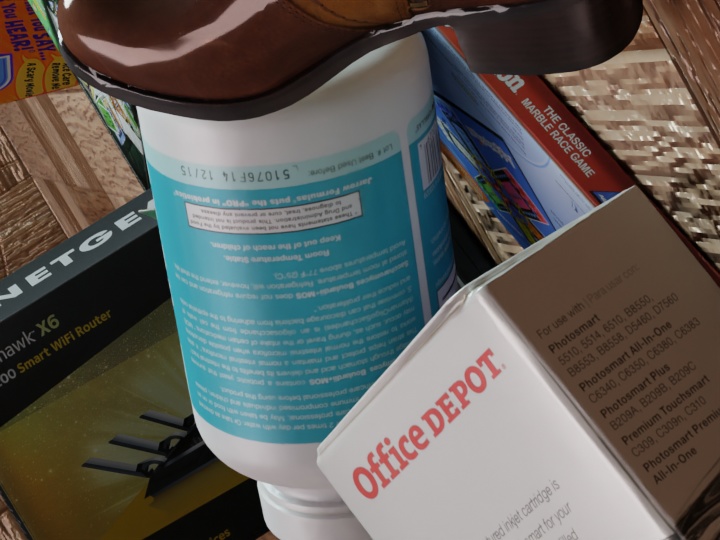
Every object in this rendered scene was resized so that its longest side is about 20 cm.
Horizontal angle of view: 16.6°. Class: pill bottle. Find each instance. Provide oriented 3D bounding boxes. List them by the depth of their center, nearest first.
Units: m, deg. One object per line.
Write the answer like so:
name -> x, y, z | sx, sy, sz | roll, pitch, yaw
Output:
pill bottle -> -0.018, 0.005, 0.940 | 0.111, 0.110, 0.201 | -138, 35, -58

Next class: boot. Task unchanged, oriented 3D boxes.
boot -> -0.027, -0.132, 0.677 | 0.187, 0.069, 0.200 | 3, 141, 24

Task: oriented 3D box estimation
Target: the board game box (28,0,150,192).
board game box -> -0.142, -0.138, 1.192 | 0.200, 0.023, 0.105 | 57, 166, 27

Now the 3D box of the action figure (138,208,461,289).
action figure -> 0.000, 0.000, 1.058 | 0.200, 0.118, 0.055 | 56, -169, -42

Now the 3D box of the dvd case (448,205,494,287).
dvd case -> 0.024, -0.007, 1.208 | 0.143, 0.017, 0.200 | 54, 169, 21

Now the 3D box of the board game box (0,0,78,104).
board game box -> -0.285, -0.213, 1.407 | 0.200, 0.199, 0.201 | 84, 172, -69

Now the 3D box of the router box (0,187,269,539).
router box -> -0.080, 0.048, 1.126 | 0.158, 0.199, 0.052 | 62, 169, -22

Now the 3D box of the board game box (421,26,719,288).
board game box -> 0.080, -0.018, 0.899 | 0.200, 0.019, 0.103 | 52, 167, 32

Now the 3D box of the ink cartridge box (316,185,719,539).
ink cartridge box -> 0.095, 0.094, 0.811 | 0.200, 0.084, 0.146 | 53, 146, 8
